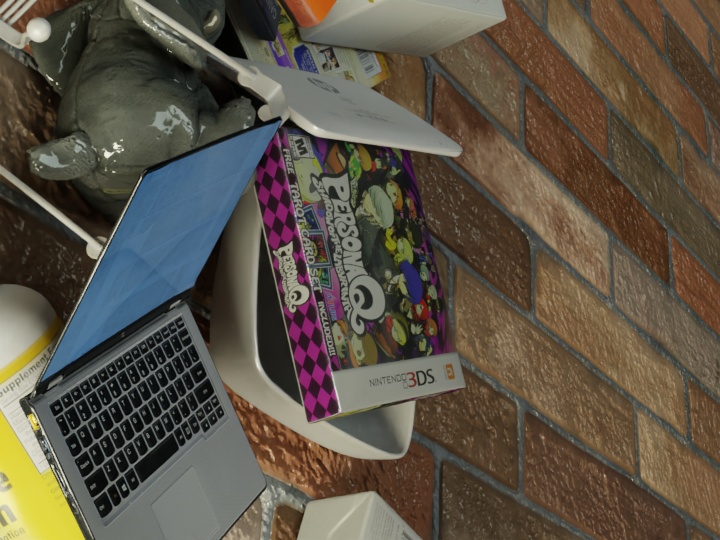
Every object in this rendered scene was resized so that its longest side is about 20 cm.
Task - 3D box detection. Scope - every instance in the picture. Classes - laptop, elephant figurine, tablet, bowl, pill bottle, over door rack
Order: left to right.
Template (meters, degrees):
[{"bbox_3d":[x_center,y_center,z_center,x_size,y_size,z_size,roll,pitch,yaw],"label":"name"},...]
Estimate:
[{"bbox_3d":[-0.193,0.080,0.691,0.202,0.111,0.112,62,35,-16],"label":"pill bottle"},{"bbox_3d":[-0.157,-0.107,0.738,0.199,0.067,0.148,38,75,8],"label":"over door rack"},{"bbox_3d":[-0.147,-0.141,0.863,0.155,0.139,0.203,93,-15,-72],"label":"elephant figurine"},{"bbox_3d":[-0.079,0.045,0.688,0.202,0.115,0.187,66,21,-6],"label":"laptop"},{"bbox_3d":[-0.039,0.031,0.978,0.199,0.074,0.203,37,48,-43],"label":"bowl"},{"bbox_3d":[-0.017,-0.128,1.005,0.199,0.130,0.014,1,119,-55],"label":"tablet"}]

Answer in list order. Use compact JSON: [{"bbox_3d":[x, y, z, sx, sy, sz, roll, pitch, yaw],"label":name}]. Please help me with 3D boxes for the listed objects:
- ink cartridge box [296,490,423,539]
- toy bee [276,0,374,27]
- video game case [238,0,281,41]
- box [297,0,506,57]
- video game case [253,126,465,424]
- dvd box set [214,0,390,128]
[{"bbox_3d":[0.027,0.271,0.975,0.200,0.067,0.117,50,40,-32],"label":"ink cartridge box"},{"bbox_3d":[-0.011,-0.264,0.983,0.199,0.108,0.132,-34,124,-29],"label":"toy bee"},{"bbox_3d":[-0.065,-0.293,0.974,0.143,0.019,0.203,59,41,-75],"label":"video game case"},{"bbox_3d":[0.026,-0.265,1.127,0.199,0.097,0.126,-6,79,-56],"label":"box"},{"bbox_3d":[0.000,0.000,0.952,0.180,0.035,0.203,-1,76,-58],"label":"video game case"},{"bbox_3d":[-0.055,-0.202,1.096,0.200,0.029,0.148,-40,109,-54],"label":"dvd box set"}]
